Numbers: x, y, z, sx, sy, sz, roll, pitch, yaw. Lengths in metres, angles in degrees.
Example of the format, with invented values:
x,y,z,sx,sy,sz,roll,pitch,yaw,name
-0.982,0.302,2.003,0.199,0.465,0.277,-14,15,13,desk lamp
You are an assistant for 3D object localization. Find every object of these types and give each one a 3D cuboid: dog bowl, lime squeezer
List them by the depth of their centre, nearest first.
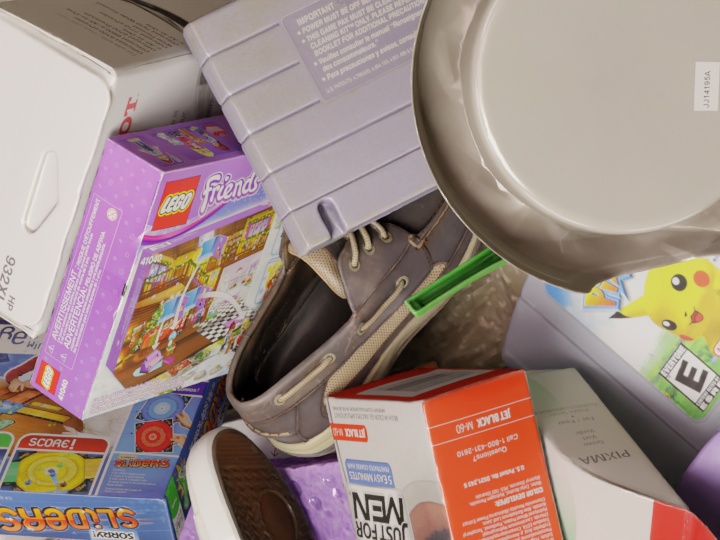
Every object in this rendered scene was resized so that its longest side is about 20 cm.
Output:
x,y,z,sx,sy,sz,roll,pitch,yaw,name
0.117,-0.090,1.277,0.200,0.059,0.200,-2,101,-8,dog bowl
0.102,-0.043,1.349,0.200,0.071,0.038,-39,61,1,lime squeezer

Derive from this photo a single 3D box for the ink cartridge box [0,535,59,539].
x,y,z,sx,sy,sz,roll,pitch,yaw,name
-0.233,0.178,1.615,0.146,0.085,0.200,-13,97,31,ink cartridge box

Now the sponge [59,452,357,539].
x,y,z,sx,sy,sz,roll,pitch,yaw,name
-0.066,0.157,1.480,0.200,0.030,0.112,-7,99,29,sponge

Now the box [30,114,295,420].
x,y,z,sx,sy,sz,roll,pitch,yaw,name
-0.071,-0.011,1.410,0.039,0.200,0.137,32,115,25,box

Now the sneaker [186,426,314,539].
x,y,z,sx,sy,sz,roll,pitch,yaw,name
-0.059,0.180,1.422,0.085,0.073,0.200,-19,94,28,sneaker

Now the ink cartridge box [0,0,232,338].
x,y,z,sx,sy,sz,roll,pitch,yaw,name
-0.116,-0.066,1.422,0.084,0.200,0.145,30,115,22,ink cartridge box

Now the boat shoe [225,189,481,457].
x,y,z,sx,sy,sz,roll,pitch,yaw,name
0.000,0.000,1.415,0.074,0.073,0.200,27,90,34,boat shoe

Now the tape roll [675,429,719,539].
x,y,z,sx,sy,sz,roll,pitch,yaw,name
0.249,0.142,1.336,0.200,0.085,0.200,7,104,27,tape roll

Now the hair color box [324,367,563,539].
x,y,z,sx,sy,sz,roll,pitch,yaw,name
0.051,0.151,1.374,0.111,0.064,0.200,-4,101,64,hair color box

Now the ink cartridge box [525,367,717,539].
x,y,z,sx,sy,sz,roll,pitch,yaw,name
0.120,0.164,1.352,0.200,0.050,0.161,-124,30,-53,ink cartridge box

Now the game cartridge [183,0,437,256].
x,y,z,sx,sy,sz,roll,pitch,yaw,name
0.029,-0.107,1.360,0.200,0.038,0.130,-27,82,-13,game cartridge

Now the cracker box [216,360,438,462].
x,y,z,sx,sy,sz,roll,pitch,yaw,name
-0.035,0.136,1.509,0.200,0.058,0.134,-15,94,30,cracker box

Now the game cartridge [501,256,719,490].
x,y,z,sx,sy,sz,roll,pitch,yaw,name
0.157,0.003,1.383,0.133,0.040,0.200,43,118,18,game cartridge

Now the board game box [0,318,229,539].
x,y,z,sx,sy,sz,roll,pitch,yaw,name
-0.176,0.080,1.481,0.200,0.135,0.034,2,130,15,board game box
